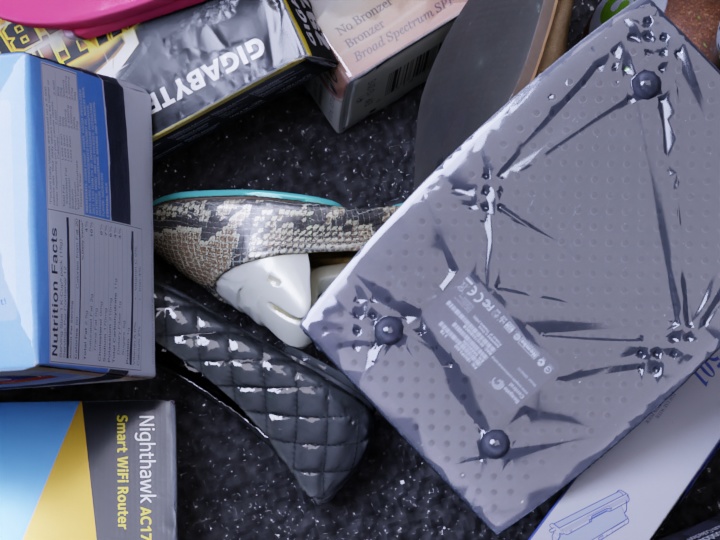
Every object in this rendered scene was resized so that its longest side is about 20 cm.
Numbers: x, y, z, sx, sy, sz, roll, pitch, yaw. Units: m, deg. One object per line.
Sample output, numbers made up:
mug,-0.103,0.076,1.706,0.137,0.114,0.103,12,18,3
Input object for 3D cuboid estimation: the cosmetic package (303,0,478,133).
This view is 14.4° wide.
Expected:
cosmetic package,-0.022,-0.179,1.335,0.103,0.087,0.200,-33,80,-11

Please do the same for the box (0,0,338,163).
box,-0.132,-0.120,1.285,0.200,0.049,0.160,-26,80,16

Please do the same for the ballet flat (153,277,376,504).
ballet flat,-0.087,0.039,1.282,0.200,0.066,0.057,26,80,3

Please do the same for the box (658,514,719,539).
box,0.129,0.183,1.185,0.036,0.200,0.143,11,103,35

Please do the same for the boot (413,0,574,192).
boot,0.068,-0.047,1.265,0.075,0.074,0.200,15,89,-26

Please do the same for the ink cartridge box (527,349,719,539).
ink cartridge box,0.105,0.110,1.233,0.044,0.094,0.200,35,56,8

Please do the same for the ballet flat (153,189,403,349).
ballet flat,0.000,0.000,1.297,0.200,0.068,0.075,-1,64,-8

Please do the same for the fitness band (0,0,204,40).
fitness band,-0.099,-0.182,1.234,0.200,0.037,0.144,-18,81,14

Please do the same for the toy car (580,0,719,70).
toy car,0.184,-0.101,1.273,0.158,0.200,0.164,25,74,2

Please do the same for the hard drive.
hard drive,0.088,-0.002,1.193,0.200,0.042,0.135,-44,85,1

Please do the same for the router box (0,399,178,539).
router box,-0.153,0.159,1.249,0.149,0.051,0.200,-1,75,-4

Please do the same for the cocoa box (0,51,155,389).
cocoa box,-0.202,-0.014,1.210,0.200,0.131,0.133,-4,85,17
